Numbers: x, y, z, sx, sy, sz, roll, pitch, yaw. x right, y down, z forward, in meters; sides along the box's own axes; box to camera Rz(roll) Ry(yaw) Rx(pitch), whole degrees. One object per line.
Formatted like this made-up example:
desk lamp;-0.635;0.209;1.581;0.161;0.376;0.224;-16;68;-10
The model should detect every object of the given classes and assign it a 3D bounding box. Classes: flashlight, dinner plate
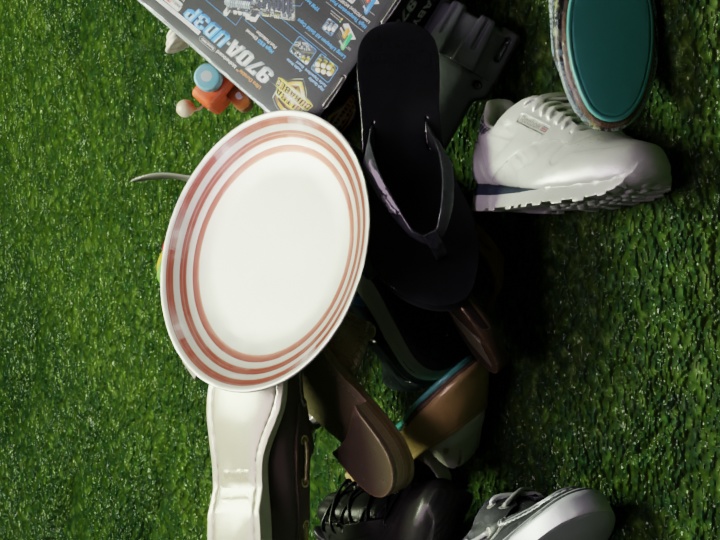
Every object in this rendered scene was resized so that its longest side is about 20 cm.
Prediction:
flashlight;0.029;-0.094;1.544;0.068;0.068;0.200;33;96;56
dinner plate;-0.063;-0.013;1.526;0.200;0.024;0.200;-13;70;40

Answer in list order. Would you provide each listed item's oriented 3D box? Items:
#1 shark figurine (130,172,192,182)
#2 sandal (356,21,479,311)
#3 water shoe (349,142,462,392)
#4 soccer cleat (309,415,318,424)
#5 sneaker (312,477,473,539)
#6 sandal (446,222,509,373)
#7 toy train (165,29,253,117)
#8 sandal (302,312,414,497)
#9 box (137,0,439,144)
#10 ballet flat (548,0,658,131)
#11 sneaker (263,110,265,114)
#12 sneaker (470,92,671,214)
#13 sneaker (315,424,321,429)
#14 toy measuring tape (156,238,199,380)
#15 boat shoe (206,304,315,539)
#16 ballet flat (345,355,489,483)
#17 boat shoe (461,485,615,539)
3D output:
shark figurine;-0.128;-0.032;1.894;0.128;0.089;0.215;-60;44;42
sandal;0.031;-0.070;1.483;0.043;0.076;0.200;102;157;-83
water shoe;0.000;0.000;1.638;0.200;0.071;0.079;63;147;11
soccer cleat;-0.056;0.022;1.648;0.070;0.086;0.200;-16;100;18
sneaker;0.015;0.188;1.602;0.076;0.091;0.200;-55;2;-28
sandal;0.072;-0.010;1.565;0.082;0.055;0.200;60;-174;-36
toy train;-0.088;-0.179;1.751;0.056;0.150;0.200;42;176;9
sandal;-0.013;0.067;1.585;0.212;0.070;0.078;54;141;22
box;-0.051;-0.206;1.583;0.200;0.046;0.159;41;102;28
ballet flat;0.148;-0.182;1.408;0.074;0.074;0.200;-16;73;61
sneaker;-0.021;-0.147;1.693;0.200;0.088;0.081;124;143;-60
sneaker;0.131;-0.078;1.436;0.200;0.076;0.081;1;88;61
sneaker;-0.054;0.017;1.773;0.121;0.084;0.200;42;130;40
toy measuring tape;-0.133;0.023;1.746;0.074;0.074;0.200;65;149;35
boat shoe;-0.065;0.125;1.558;0.072;0.060;0.200;-1;86;42
ballet flat;0.055;0.124;1.617;0.063;0.069;0.200;51;146;5
boat shoe;0.108;0.181;1.506;0.200;0.072;0.068;123;134;-57
